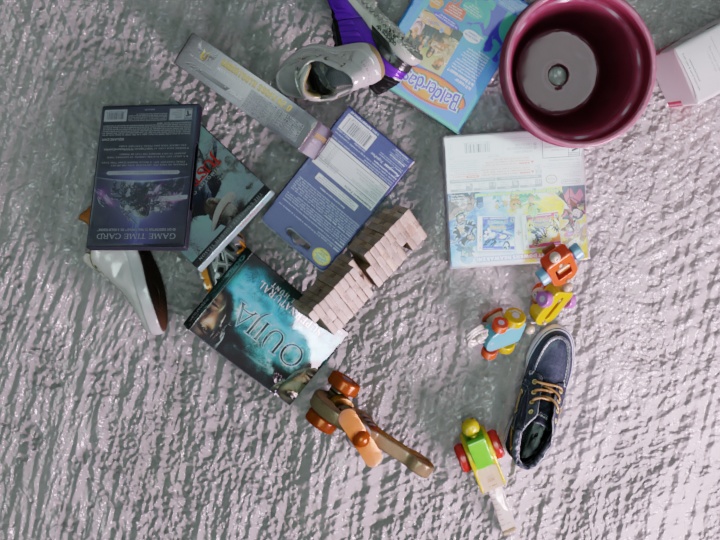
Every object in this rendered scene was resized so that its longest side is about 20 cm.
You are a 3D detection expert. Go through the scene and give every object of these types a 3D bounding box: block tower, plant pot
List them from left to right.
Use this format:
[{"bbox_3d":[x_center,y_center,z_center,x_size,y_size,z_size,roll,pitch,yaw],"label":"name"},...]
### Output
[{"bbox_3d":[0.000,0.000,1.688,0.200,0.054,0.058,-45,119,-13],"label":"block tower"},{"bbox_3d":[0.272,-0.264,1.633,0.197,0.179,0.203,0,97,-2],"label":"plant pot"}]

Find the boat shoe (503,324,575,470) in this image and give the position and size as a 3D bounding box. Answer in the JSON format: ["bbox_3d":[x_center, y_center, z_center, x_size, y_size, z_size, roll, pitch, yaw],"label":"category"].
[{"bbox_3d":[0.257,0.179,1.726,0.070,0.091,0.203,16,96,-3],"label":"boat shoe"}]

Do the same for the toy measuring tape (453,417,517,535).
[{"bbox_3d":[0.180,0.284,1.762,0.073,0.074,0.202,-22,119,1],"label":"toy measuring tape"}]

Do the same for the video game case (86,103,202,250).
[{"bbox_3d":[-0.290,-0.126,1.663,0.141,0.019,0.203,0,76,12],"label":"video game case"}]

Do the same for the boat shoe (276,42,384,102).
[{"bbox_3d":[-0.057,-0.255,1.622,0.069,0.199,0.071,-38,112,-33],"label":"boat shoe"}]

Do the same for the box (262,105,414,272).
[{"bbox_3d":[-0.033,-0.111,1.715,0.121,0.032,0.201,39,92,-5],"label":"box"}]

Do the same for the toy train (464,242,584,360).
[{"bbox_3d":[0.223,0.035,1.699,0.199,0.150,0.056,-39,57,6],"label":"toy train"}]

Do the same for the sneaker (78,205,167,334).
[{"bbox_3d":[-0.328,0.001,1.707,0.084,0.073,0.202,-21,88,9],"label":"sneaker"}]

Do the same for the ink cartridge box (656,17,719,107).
[{"bbox_3d":[0.502,-0.301,1.652,0.198,0.146,0.086,-26,96,1],"label":"ink cartridge box"}]

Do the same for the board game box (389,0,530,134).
[{"bbox_3d":[0.122,-0.312,1.690,0.151,0.045,0.201,32,94,-5],"label":"board game box"}]

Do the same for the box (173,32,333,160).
[{"bbox_3d":[-0.136,-0.225,1.622,0.199,0.158,0.049,35,93,5],"label":"box"}]

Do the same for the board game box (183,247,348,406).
[{"bbox_3d":[-0.126,0.080,1.692,0.200,0.028,0.136,40,89,-30],"label":"board game box"}]

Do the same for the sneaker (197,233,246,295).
[{"bbox_3d":[-0.188,-0.017,1.701,0.076,0.078,0.202,-20,96,-4],"label":"sneaker"}]

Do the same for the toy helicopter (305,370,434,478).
[{"bbox_3d":[0.017,0.226,1.704,0.199,0.132,0.079,33,94,-5],"label":"toy helicopter"}]

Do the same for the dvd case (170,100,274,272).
[{"bbox_3d":[-0.232,-0.116,1.668,0.146,0.022,0.200,-46,72,-3],"label":"dvd case"}]

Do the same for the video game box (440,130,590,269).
[{"bbox_3d":[0.214,-0.101,1.717,0.197,0.047,0.185,-3,95,-1],"label":"video game box"}]

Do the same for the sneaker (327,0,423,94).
[{"bbox_3d":[-0.012,-0.314,1.652,0.100,0.069,0.201,-48,65,21],"label":"sneaker"}]
